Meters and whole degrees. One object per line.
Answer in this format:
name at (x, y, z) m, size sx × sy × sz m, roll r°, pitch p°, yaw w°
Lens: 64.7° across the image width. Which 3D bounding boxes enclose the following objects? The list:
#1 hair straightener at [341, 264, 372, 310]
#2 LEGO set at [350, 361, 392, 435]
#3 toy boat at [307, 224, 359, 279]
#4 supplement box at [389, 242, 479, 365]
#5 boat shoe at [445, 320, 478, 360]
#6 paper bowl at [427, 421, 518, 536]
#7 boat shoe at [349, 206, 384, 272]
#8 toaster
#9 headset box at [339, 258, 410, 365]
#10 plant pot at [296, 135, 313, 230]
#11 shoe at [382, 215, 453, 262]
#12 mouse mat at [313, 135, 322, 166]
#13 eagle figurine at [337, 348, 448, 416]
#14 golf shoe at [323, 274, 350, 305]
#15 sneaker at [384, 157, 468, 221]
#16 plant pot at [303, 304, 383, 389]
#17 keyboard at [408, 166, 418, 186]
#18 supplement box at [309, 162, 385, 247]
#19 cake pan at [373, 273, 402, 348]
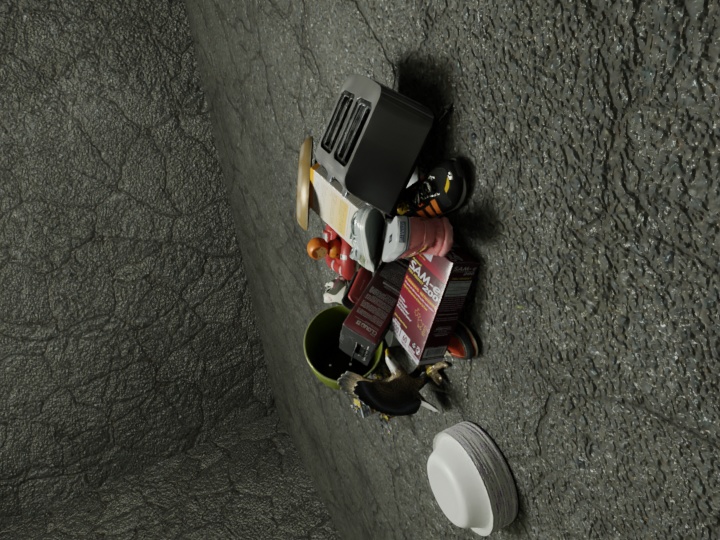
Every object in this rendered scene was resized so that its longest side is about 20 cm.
hair straightener at (0.000, 0.000, 1.227) m, size 0.077 × 0.040 × 0.203 m, roll -40°, pitch 26°, yaw 51°
LEGO set at (0.032, 0.310, 1.447) m, size 0.199 × 0.114 × 0.157 m, roll 24°, pitch 129°, yaw 64°
toy boat at (-0.064, -0.052, 1.352) m, size 0.199 × 0.128 × 0.134 m, roll -149°, pitch 60°, yaw -62°
supplement box at (0.122, 0.048, 0.980) m, size 0.109 × 0.060 × 0.204 m, roll 48°, pitch 131°, yaw 48°
boat shoe at (0.146, 0.125, 1.064) m, size 0.199 × 0.061 × 0.073 m, roll 23°, pitch 126°, yaw 64°
paper bowl at (0.202, 0.405, 1.093) m, size 0.201 × 0.102 × 0.204 m, roll -127°, pitch 28°, yaw -44°
boat shoe at (0.004, -0.056, 1.012) m, size 0.202 × 0.064 × 0.076 m, roll 75°, pitch -145°, yaw -73°
toaster at (0.024, -0.214, 0.926) m, size 0.203 × 0.117 × 0.181 m, roll -64°, pitch 29°, yaw 15°
headset box at (0.030, 0.084, 1.113) m, size 0.074 × 0.202 × 0.149 m, roll 30°, pitch 156°, yaw 8°
plant pot at (-0.121, -0.189, 1.236) m, size 0.200 × 0.027 × 0.205 m, roll -177°, pitch 90°, yaw -85°
shoe at (0.088, -0.048, 0.915) m, size 0.200 × 0.089 × 0.073 m, roll 163°, pitch 112°, yaw -85°
mouse mat at (-0.028, -0.172, 1.203) m, size 0.200 × 0.008 × 0.162 m, roll 44°, pitch 152°, yaw 11°
eagle figurine at (0.066, 0.238, 1.166) m, size 0.152 × 0.197 × 0.154 m, roll 52°, pitch 156°, yaw 36°
golf shoe at (-0.049, 0.035, 1.431) m, size 0.200 × 0.086 × 0.079 m, roll -98°, pitch 1°, yaw -77°
sneaker at (0.102, -0.115, 0.932) m, size 0.071 × 0.088 × 0.200 m, roll 69°, pitch 161°, yaw 7°
plant pot at (-0.046, 0.214, 1.388) m, size 0.201 × 0.184 × 0.189 m, roll 99°, pitch 147°, yaw -61°
keyboard at (0.097, -0.109, 1.074) m, size 0.056 × 0.010 × 0.204 m, roll 38°, pitch 142°, yaw 50°
supplement box at (-0.012, -0.125, 1.148) m, size 0.200 × 0.073 × 0.127 m, roll 43°, pitch 153°, yaw 18°
cake pan at (0.049, 0.091, 1.334) m, size 0.201 × 0.036 × 0.203 m, roll -126°, pitch 26°, yaw -43°
